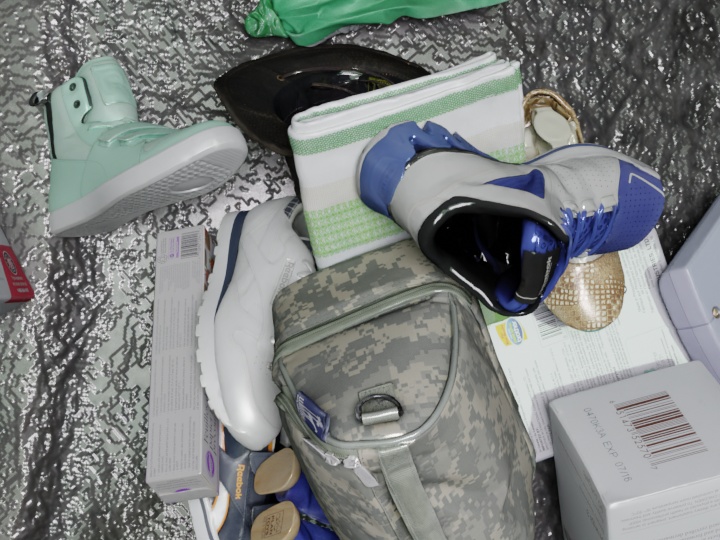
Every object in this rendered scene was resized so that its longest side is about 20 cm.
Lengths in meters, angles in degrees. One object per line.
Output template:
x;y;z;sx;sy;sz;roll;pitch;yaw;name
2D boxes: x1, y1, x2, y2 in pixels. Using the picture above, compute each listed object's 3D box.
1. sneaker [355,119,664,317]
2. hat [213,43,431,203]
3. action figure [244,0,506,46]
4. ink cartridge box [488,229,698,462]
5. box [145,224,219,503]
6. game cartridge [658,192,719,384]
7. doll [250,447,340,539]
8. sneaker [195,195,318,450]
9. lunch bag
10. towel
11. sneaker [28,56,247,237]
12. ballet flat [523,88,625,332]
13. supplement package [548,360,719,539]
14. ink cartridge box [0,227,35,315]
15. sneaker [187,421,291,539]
0.101;-0.020;0.644;0.197;0.116;0.081;5;125;-26;sneaker
-0.014;-0.093;0.782;0.198;0.201;0.082;8;121;-4;hat
0.003;-0.223;0.826;0.198;0.055;0.119;-21;92;3;action figure
0.139;0.062;0.818;0.198;0.076;0.138;-19;89;-6;ink cartridge box
-0.122;0.060;0.766;0.041;0.039;0.202;-11;55;7;box
0.302;0.048;0.809;0.201;0.040;0.133;52;54;-12;game cartridge
0.009;0.204;0.784;0.048;0.138;0.199;-32;131;32;doll
-0.059;0.027;0.755;0.080;0.077;0.202;-14;51;17;sneaker
0.031;0.104;0.666;0.138;0.168;0.201;-20;125;5;lunch bag
0.038;-0.032;0.706;0.148;0.031;0.201;-17;130;-8;towel
-0.162;-0.101;0.758;0.073;0.199;0.120;-3;81;-49;sneaker
0.140;-0.052;0.776;0.070;0.066;0.202;-10;53;-3;ballet flat
0.210;0.187;0.760;0.116;0.117;0.202;-14;120;-4;supplement package
-0.321;-0.051;0.755;0.083;0.145;0.202;-27;90;-2;ink cartridge box
-0.085;0.148;0.797;0.079;0.078;0.202;-15;88;6;sneaker
